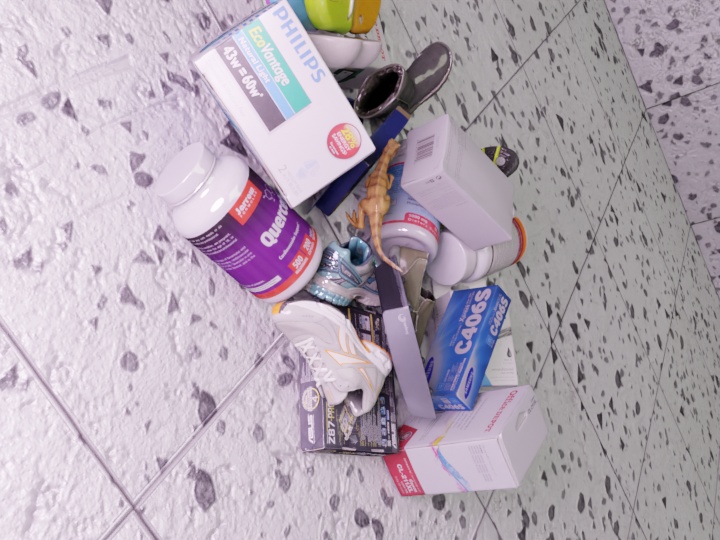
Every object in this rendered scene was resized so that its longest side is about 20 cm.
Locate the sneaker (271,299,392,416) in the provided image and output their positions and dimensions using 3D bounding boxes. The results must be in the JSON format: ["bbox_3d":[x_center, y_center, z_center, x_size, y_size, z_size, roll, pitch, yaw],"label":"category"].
[{"bbox_3d":[-0.037,0.112,0.920,0.199,0.075,0.093,38,54,-32],"label":"sneaker"}]

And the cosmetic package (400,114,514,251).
[{"bbox_3d":[0.156,-0.131,1.144,0.200,0.081,0.114,39,48,-37],"label":"cosmetic package"}]

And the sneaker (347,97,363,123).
[{"bbox_3d":[-0.030,-0.202,1.108,0.074,0.082,0.201,53,40,-22],"label":"sneaker"}]

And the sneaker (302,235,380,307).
[{"bbox_3d":[0.000,0.000,1.030,0.087,0.077,0.200,-66,159,11],"label":"sneaker"}]

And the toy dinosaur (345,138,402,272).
[{"bbox_3d":[0.020,-0.083,1.013,0.060,0.106,0.203,7,72,-13],"label":"toy dinosaur"}]

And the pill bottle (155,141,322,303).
[{"bbox_3d":[-0.143,-0.057,0.879,0.200,0.112,0.113,44,46,-35],"label":"pill bottle"}]

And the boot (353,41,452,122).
[{"bbox_3d":[0.070,-0.305,1.174,0.072,0.183,0.200,39,10,13],"label":"boot"}]

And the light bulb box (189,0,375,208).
[{"bbox_3d":[-0.101,-0.206,0.899,0.199,0.124,0.200,56,-2,-21],"label":"light bulb box"}]

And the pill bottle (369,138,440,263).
[{"bbox_3d":[0.081,-0.113,1.197,0.109,0.108,0.202,38,49,-38],"label":"pill bottle"}]

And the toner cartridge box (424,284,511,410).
[{"bbox_3d":[0.156,0.118,1.137,0.043,0.094,0.201,43,56,-27],"label":"toner cartridge box"}]

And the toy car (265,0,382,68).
[{"bbox_3d":[-0.049,-0.360,0.963,0.200,0.148,0.177,-40,139,-66],"label":"toy car"}]

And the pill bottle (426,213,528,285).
[{"bbox_3d":[0.201,-0.041,1.294,0.199,0.109,0.111,-19,92,-46],"label":"pill bottle"}]

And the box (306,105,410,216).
[{"bbox_3d":[-0.002,-0.156,1.096,0.032,0.121,0.200,40,43,-3],"label":"box"}]

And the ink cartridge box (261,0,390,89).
[{"bbox_3d":[-0.050,-0.372,1.143,0.199,0.084,0.148,-10,85,-53],"label":"ink cartridge box"}]

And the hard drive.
[{"bbox_3d":[0.061,0.095,1.014,0.135,0.042,0.202,-100,175,-55],"label":"hard drive"}]

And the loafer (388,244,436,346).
[{"bbox_3d":[0.082,0.060,1.122,0.075,0.069,0.203,-82,167,-72],"label":"loafer"}]

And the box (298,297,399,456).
[{"bbox_3d":[-0.015,0.150,1.023,0.160,0.049,0.203,19,62,-49],"label":"box"}]

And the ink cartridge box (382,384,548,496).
[{"bbox_3d":[0.153,0.249,1.079,0.145,0.198,0.084,-36,105,-51],"label":"ink cartridge box"}]

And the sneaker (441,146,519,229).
[{"bbox_3d":[0.191,-0.146,1.301,0.076,0.199,0.076,62,16,20],"label":"sneaker"}]

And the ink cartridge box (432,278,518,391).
[{"bbox_3d":[0.192,0.101,1.260,0.114,0.067,0.203,1,74,-21],"label":"ink cartridge box"}]
